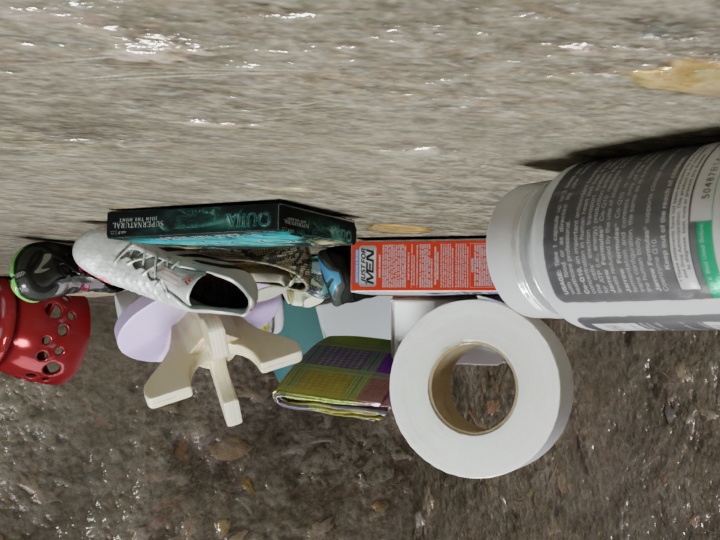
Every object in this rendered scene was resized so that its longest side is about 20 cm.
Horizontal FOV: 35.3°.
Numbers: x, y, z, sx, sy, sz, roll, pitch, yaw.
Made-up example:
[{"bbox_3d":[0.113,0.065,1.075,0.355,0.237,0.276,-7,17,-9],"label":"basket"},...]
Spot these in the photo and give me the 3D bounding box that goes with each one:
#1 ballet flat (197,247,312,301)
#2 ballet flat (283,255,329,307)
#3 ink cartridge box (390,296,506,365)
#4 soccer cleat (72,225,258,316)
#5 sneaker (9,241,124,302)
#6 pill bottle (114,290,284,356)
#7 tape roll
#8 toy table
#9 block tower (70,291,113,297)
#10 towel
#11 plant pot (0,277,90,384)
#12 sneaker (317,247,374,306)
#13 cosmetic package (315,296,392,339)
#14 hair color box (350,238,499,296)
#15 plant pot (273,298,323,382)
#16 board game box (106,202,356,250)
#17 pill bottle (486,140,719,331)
[{"bbox_3d":[-0.144,-0.001,1.275,0.200,0.075,0.068,4,150,-26],"label":"ballet flat"},{"bbox_3d":[-0.082,0.019,1.594,0.074,0.074,0.200,2,176,-17],"label":"ballet flat"},{"bbox_3d":[0.125,0.049,1.452,0.146,0.083,0.200,1,-165,11],"label":"ink cartridge box"},{"bbox_3d":[-0.200,0.003,1.180,0.200,0.069,0.085,19,-171,-15],"label":"soccer cleat"},{"bbox_3d":[-0.345,-0.005,1.400,0.084,0.077,0.200,-11,179,37],"label":"sneaker"},{"bbox_3d":[-0.206,0.047,1.445,0.200,0.111,0.111,-12,179,-15],"label":"pill bottle"},{"bbox_3d":[0.137,0.132,1.287,0.202,0.203,0.071,-1,176,23],"label":"tape roll"},{"bbox_3d":[-0.176,0.088,1.328,0.200,0.117,0.184,-24,140,-4],"label":"toy table"},{"bbox_3d":[-0.378,0.008,1.630,0.058,0.054,0.200,4,174,-28],"label":"block tower"},{"bbox_3d":[-0.012,0.127,1.389,0.143,0.023,0.200,5,-160,14],"label":"towel"},{"bbox_3d":[-0.639,0.109,2.160,0.182,0.201,0.200,16,167,-42],"label":"plant pot"},{"bbox_3d":[0.000,0.000,1.422,0.082,0.073,0.200,-16,178,10],"label":"sneaker"},{"bbox_3d":[0.044,0.067,1.601,0.200,0.102,0.074,-14,-176,-2],"label":"cosmetic package"},{"bbox_3d":[0.100,-0.002,1.300,0.200,0.064,0.111,1,177,20],"label":"hair color box"},{"bbox_3d":[-0.037,0.086,1.718,0.200,0.141,0.141,-31,169,10],"label":"plant pot"},{"bbox_3d":[-0.122,-0.040,1.083,0.200,0.028,0.135,-1,175,31],"label":"board game box"},{"bbox_3d":[0.181,-0.018,0.716,0.113,0.113,0.200,5,175,-38],"label":"pill bottle"}]
